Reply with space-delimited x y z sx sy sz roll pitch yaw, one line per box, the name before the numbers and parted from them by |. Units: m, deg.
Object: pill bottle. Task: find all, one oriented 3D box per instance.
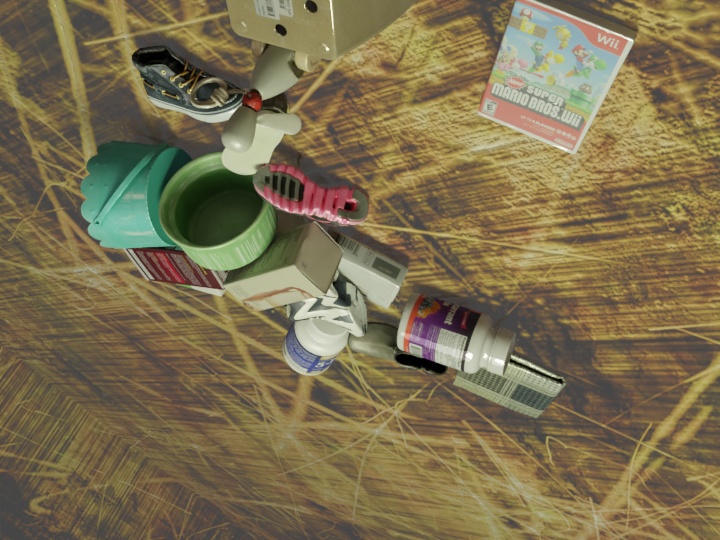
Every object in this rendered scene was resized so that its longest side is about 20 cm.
pill bottle | 0.175 0.120 1.471 0.198 0.112 0.112 17 147 17
pill bottle | -0.086 0.131 1.684 0.119 0.120 0.200 29 149 -2

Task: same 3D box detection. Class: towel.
towel | 0.289 0.215 1.605 0.198 0.035 0.193 22 151 7

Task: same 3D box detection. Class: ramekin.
ramekin | -0.239 -0.098 1.406 0.198 0.201 0.098 16 155 19

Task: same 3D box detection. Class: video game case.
video game case | 0.233 -0.238 0.996 0.142 0.018 0.201 24 148 8

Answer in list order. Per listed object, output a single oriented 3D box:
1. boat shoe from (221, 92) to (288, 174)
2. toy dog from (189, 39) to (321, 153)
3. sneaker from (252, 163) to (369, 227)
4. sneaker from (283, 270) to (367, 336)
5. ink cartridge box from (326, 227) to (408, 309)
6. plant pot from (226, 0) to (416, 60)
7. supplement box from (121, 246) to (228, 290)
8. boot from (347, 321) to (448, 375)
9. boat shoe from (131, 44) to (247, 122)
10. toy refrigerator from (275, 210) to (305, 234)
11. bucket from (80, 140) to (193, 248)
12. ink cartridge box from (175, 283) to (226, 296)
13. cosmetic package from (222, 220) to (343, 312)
boat shoe | -0.167 -0.217 1.302 0.072 0.061 0.201 23 152 -20
toy dog | -0.128 -0.248 1.132 0.132 0.200 0.096 43 173 23
sneaker | -0.089 -0.116 1.356 0.198 0.080 0.095 19 167 -13
sneaker | -0.076 0.067 1.539 0.128 0.080 0.199 -11 147 24
ink cartridge box | 0.000 0.000 1.518 0.161 0.057 0.200 26 169 3
plant pot | -0.054 -0.354 0.901 0.198 0.178 0.201 18 148 15
supplement box | -0.350 -0.027 1.559 0.198 0.061 0.109 7 143 28
boot | 0.071 0.151 1.566 0.198 0.068 0.131 10 -174 1
boat shoe | -0.268 -0.292 1.259 0.199 0.071 0.091 14 150 26
toy refrigerator | -0.137 -0.029 1.544 0.075 0.070 0.201 10 146 15
bucket | -0.390 -0.136 1.466 0.133 0.208 0.208 3 142 20
ink cartridge box | -0.353 -0.053 1.661 0.145 0.085 0.201 13 146 21
cosmetic package | -0.137 -0.003 1.423 0.199 0.104 0.087 -14 133 44
